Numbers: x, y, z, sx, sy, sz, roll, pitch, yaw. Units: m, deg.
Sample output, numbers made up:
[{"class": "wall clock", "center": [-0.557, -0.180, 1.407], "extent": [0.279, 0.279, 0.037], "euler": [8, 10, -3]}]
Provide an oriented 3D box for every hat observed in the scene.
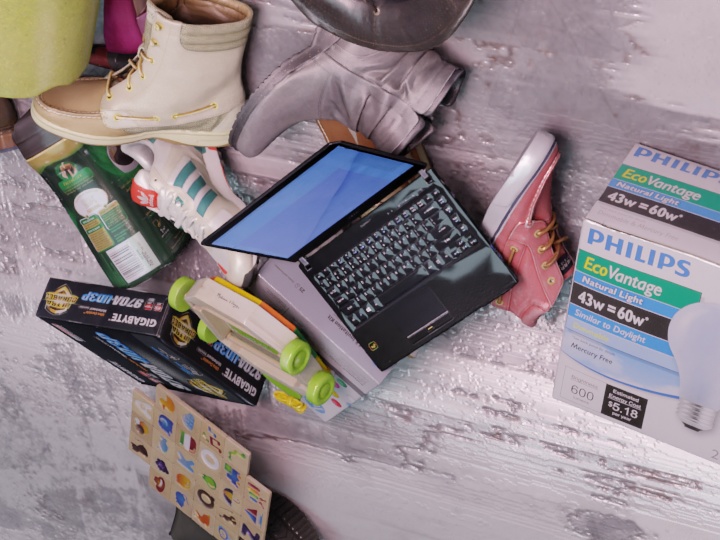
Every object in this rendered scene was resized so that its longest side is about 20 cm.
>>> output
[{"class": "hat", "center": [0.025, -0.273, 1.414], "extent": [0.199, 0.081, 0.202], "euler": [18, 126, 26]}]

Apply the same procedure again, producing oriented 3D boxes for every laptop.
[{"class": "laptop", "center": [0.000, -0.008, 1.507], "extent": [0.177, 0.103, 0.200], "euler": [-34, 97, 35]}]

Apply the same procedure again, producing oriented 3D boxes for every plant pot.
[{"class": "plant pot", "center": [-0.292, -0.256, 1.477], "extent": [0.199, 0.201, 0.185], "euler": [24, 137, 15]}]

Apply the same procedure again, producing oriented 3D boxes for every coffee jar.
[{"class": "coffee jar", "center": [-0.254, -0.087, 1.714], "extent": [0.085, 0.104, 0.201], "euler": [-26, 106, 25]}]

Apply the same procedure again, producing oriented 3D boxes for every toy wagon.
[{"class": "toy wagon", "center": [-0.092, 0.074, 1.648], "extent": [0.155, 0.040, 0.200], "euler": [28, 165, 31]}]

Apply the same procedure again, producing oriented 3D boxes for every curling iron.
[{"class": "curling iron", "center": [-0.241, -0.193, 1.673], "extent": [0.198, 0.050, 0.026], "euler": [7, 157, 17]}]

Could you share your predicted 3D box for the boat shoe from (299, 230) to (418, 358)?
[{"class": "boat shoe", "center": [0.000, 0.000, 1.642], "extent": [0.200, 0.069, 0.071], "euler": [46, 174, -21]}]

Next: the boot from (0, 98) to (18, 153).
[{"class": "boot", "center": [-0.432, -0.168, 1.809], "extent": [0.199, 0.075, 0.098], "euler": [0, 105, 32]}]

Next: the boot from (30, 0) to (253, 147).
[{"class": "boot", "center": [-0.198, -0.187, 1.576], "extent": [0.198, 0.072, 0.155], "euler": [3, 139, -7]}]

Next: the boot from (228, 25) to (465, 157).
[{"class": "boot", "center": [-0.014, -0.136, 1.503], "extent": [0.132, 0.070, 0.200], "euler": [47, 115, 4]}]

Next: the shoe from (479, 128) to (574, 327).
[{"class": "shoe", "center": [0.153, -0.033, 1.523], "extent": [0.091, 0.072, 0.201], "euler": [30, 138, 5]}]

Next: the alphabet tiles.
[{"class": "alphabet tiles", "center": [-0.174, 0.213, 1.869], "extent": [0.199, 0.006, 0.167], "euler": [34, 138, 23]}]

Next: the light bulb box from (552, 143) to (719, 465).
[{"class": "light bulb box", "center": [0.280, 0.033, 1.447], "extent": [0.197, 0.125, 0.201], "euler": [20, 132, 19]}]

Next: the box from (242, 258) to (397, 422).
[{"class": "box", "center": [-0.055, 0.066, 1.696], "extent": [0.156, 0.041, 0.200], "euler": [42, 159, -2]}]

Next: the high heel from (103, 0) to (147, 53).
[{"class": "high heel", "center": [-0.237, -0.284, 1.578], "extent": [0.096, 0.068, 0.201], "euler": [-14, 118, 27]}]

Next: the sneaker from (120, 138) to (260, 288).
[{"class": "sneaker", "center": [-0.162, -0.058, 1.623], "extent": [0.201, 0.093, 0.071], "euler": [64, 151, 31]}]

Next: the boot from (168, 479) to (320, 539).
[{"class": "boot", "center": [-0.130, 0.305, 1.962], "extent": [0.200, 0.077, 0.139], "euler": [38, 141, 20]}]

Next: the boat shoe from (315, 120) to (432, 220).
[{"class": "boat shoe", "center": [0.024, -0.076, 1.565], "extent": [0.075, 0.074, 0.200], "euler": [-28, 105, 42]}]

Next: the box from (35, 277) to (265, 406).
[{"class": "box", "center": [-0.208, 0.073, 1.774], "extent": [0.158, 0.046, 0.200], "euler": [8, 160, 31]}]
